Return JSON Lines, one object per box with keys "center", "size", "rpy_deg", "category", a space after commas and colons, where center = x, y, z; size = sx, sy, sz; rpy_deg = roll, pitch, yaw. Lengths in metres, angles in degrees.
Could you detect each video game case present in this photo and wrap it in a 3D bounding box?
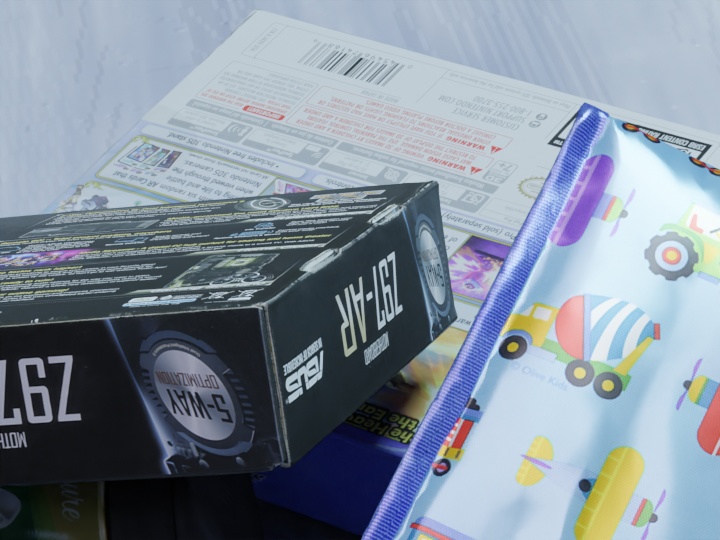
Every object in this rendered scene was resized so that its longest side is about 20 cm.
{"center": [0.000, 0.000, 0.932], "size": [0.200, 0.045, 0.181], "rpy_deg": [18, 43, 29], "category": "video game case"}

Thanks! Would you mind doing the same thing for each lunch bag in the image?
{"center": [0.080, 0.079, 0.761], "size": [0.150, 0.094, 0.200], "rpy_deg": [27, 53, 4], "category": "lunch bag"}

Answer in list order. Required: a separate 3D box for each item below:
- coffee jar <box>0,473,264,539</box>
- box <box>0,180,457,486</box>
{"center": [-0.125, 0.093, 0.796], "size": [0.200, 0.085, 0.104], "rpy_deg": [-8, 24, -1], "category": "coffee jar"}
{"center": [-0.090, 0.018, 0.798], "size": [0.200, 0.044, 0.160], "rpy_deg": [-5, 11, 18], "category": "box"}
